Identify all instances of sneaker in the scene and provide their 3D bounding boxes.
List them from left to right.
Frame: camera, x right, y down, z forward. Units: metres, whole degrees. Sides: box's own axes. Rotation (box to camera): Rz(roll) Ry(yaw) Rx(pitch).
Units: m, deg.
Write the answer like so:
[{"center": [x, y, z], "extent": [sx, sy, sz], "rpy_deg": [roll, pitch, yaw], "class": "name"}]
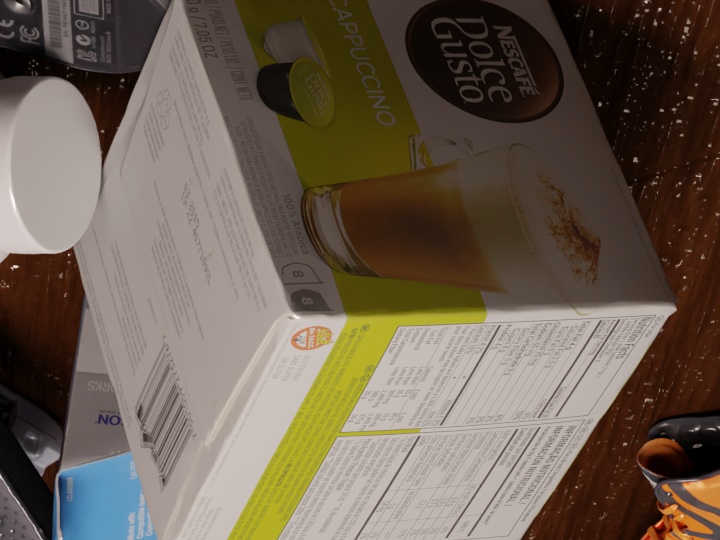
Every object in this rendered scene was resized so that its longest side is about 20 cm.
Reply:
[{"center": [0.181, 0.145, 1.647], "extent": [0.200, 0.078, 0.112], "rpy_deg": [-37, 121, 25], "class": "sneaker"}]

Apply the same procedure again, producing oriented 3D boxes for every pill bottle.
[{"center": [-0.233, -0.051, 1.395], "extent": [0.200, 0.112, 0.112], "rpy_deg": [0, 141, 26], "class": "pill bottle"}]

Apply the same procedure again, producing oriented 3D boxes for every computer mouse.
[{"center": [-0.172, -0.153, 1.351], "extent": [0.200, 0.053, 0.139], "rpy_deg": [15, 143, 2], "class": "computer mouse"}]

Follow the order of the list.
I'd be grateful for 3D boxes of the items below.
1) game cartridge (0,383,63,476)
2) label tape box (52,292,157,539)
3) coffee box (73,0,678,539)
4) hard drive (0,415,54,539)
[{"center": [-0.287, 0.081, 1.641], "extent": [0.200, 0.041, 0.133], "rpy_deg": [35, 128, -29], "class": "game cartridge"}, {"center": [-0.126, 0.103, 1.523], "extent": [0.066, 0.200, 0.143], "rpy_deg": [5, 139, -3], "class": "label tape box"}, {"center": [0.000, 0.000, 1.354], "extent": [0.198, 0.200, 0.200], "rpy_deg": [-2, 143, -25], "class": "coffee box"}, {"center": [-0.262, 0.122, 1.584], "extent": [0.200, 0.042, 0.135], "rpy_deg": [-22, 106, 37], "class": "hard drive"}]
